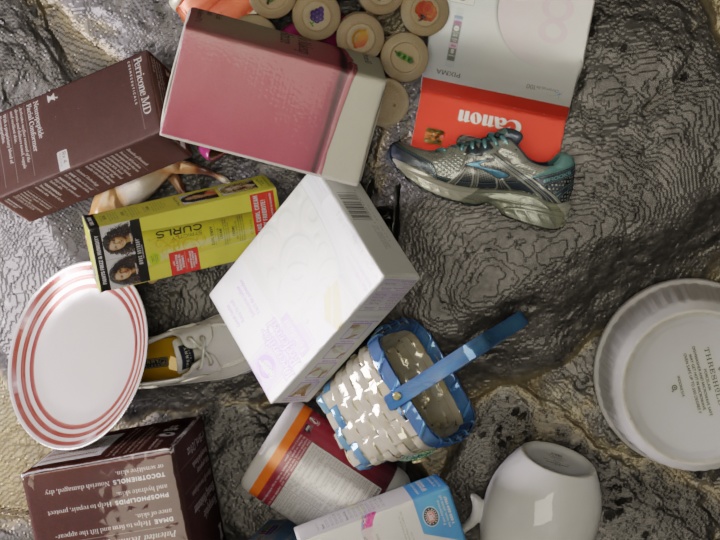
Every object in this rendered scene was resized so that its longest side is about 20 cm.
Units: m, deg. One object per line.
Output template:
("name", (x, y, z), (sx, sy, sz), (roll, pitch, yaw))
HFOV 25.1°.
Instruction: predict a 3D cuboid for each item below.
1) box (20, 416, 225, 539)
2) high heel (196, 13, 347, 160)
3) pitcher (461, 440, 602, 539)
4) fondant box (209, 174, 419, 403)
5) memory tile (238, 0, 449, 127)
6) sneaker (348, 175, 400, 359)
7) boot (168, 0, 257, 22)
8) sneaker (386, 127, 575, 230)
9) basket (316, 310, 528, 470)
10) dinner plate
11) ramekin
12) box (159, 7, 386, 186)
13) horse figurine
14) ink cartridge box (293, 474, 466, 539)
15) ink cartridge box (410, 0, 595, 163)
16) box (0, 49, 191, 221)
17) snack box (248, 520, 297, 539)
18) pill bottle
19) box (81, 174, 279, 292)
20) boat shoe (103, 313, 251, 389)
("box", (-0.238, 0.275, 1.687), (0.162, 0.166, 0.202), (-10, 96, 6))
("high heel", (-0.084, -0.184, 1.652), (0.199, 0.097, 0.067), (-35, 127, 16))
("pitcher", (0.152, 0.278, 1.674), (0.170, 0.121, 0.202), (15, 107, -4))
("fondant box", (-0.049, 0.016, 1.615), (0.200, 0.058, 0.145), (-49, 60, 31))
("memory tile", (-0.022, -0.245, 1.620), (0.199, 0.017, 0.154), (24, 99, -11))
("sneaker", (0.003, 0.001, 1.665), (0.059, 0.104, 0.202), (17, 98, 3))
("boot", (-0.107, -0.310, 1.659), (0.200, 0.075, 0.107), (-44, 86, 9))
("sneaker", (0.126, -0.110, 1.656), (0.198, 0.078, 0.087), (15, 103, -6))
("basket", (0.071, 0.109, 1.641), (0.200, 0.176, 0.140), (-39, 81, 23))
("dinner plate", (-0.294, 0.090, 1.704), (0.199, 0.024, 0.202), (-9, 74, 33))
("ramekin", (0.340, 0.112, 1.651), (0.200, 0.094, 0.205), (1, 96, 6))
("box", (-0.084, -0.169, 1.559), (0.198, 0.128, 0.110), (14, 106, -8))
("horse figurine", (-0.226, -0.076, 1.706), (0.132, 0.050, 0.200), (42, 95, -8))
("ink cartridge box", (0.007, 0.293, 1.602), (0.198, 0.068, 0.116), (-19, 96, -6))
("ink cartridge box", (0.144, -0.204, 1.658), (0.161, 0.057, 0.202), (11, 93, 4))
("box", (-0.282, -0.136, 1.665), (0.198, 0.075, 0.101), (-21, 65, 12))
("snack box", (-0.084, 0.379, 1.681), (0.067, 0.169, 0.202), (-3, 95, 14))
("pill bottle", (-0.017, 0.233, 1.690), (0.199, 0.110, 0.110), (33, 98, 1))
("box", (-0.182, -0.038, 1.665), (0.198, 0.050, 0.076), (-13, 113, -15))
("boat shoe", (-0.177, 0.087, 1.709), (0.198, 0.070, 0.072), (-10, 96, 7))
